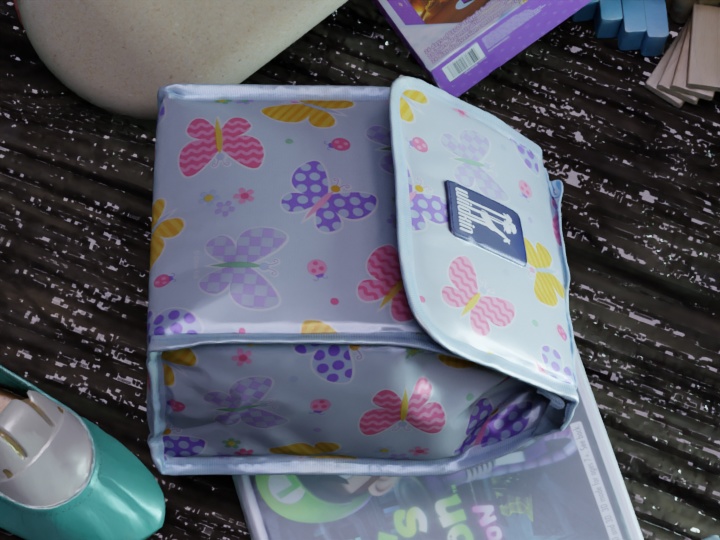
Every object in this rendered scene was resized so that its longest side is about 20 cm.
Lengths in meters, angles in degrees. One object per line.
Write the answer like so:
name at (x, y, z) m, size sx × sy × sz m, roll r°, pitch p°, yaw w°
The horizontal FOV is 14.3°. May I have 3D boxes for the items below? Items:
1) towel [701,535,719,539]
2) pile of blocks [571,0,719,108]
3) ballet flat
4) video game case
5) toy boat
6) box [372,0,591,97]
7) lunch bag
towel at (0.120, 0.240, 1.319) m, size 0.171 × 0.048 × 0.200 m, roll -17°, pitch 80°, yaw -10°
pile of blocks at (0.164, -0.140, 1.468) m, size 0.200 × 0.062 × 0.082 m, roll 30°, pitch 71°, yaw 8°
ballet flat at (-0.184, 0.071, 1.365) m, size 0.200 × 0.070 × 0.067 m, roll 31°, pitch 70°, yaw 8°
video game case at (0.040, 0.123, 1.384) m, size 0.181 × 0.023 × 0.200 m, roll -15°, pitch 71°, yaw -8°
toy boat at (-0.082, -0.171, 1.441) m, size 0.200 × 0.131 × 0.131 m, roll -36°, pitch 111°, yaw 7°
box at (0.086, -0.196, 1.454) m, size 0.200 × 0.039 × 0.137 m, roll -35°, pitch 60°, yaw 2°
lunch bag at (0.000, 0.000, 1.355) m, size 0.199 × 0.127 × 0.170 m, roll 2°, pitch 50°, yaw -3°
